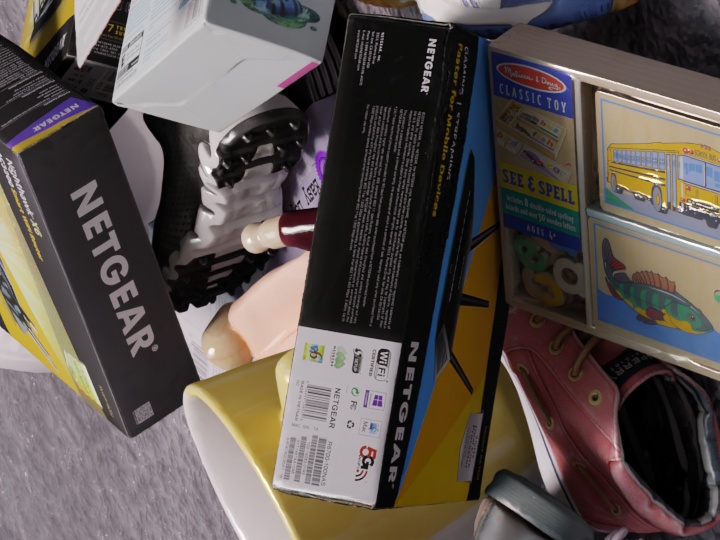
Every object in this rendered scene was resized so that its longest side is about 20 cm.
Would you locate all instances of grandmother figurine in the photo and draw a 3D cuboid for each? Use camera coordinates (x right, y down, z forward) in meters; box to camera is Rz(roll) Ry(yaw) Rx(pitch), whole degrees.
[{"bbox_3d":[0.000,0.000,1.333,0.200,0.121,0.061,-44,44,50],"label":"grandmother figurine"}]

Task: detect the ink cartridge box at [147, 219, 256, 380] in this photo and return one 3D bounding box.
[{"bbox_3d":[-0.052,0.061,1.532,0.200,0.042,0.119,41,145,30],"label":"ink cartridge box"}]

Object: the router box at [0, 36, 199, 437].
[{"bbox_3d":[-0.171,-0.027,1.393,0.157,0.052,0.200,34,150,46],"label":"router box"}]

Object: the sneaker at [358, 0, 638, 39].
[{"bbox_3d":[0.048,-0.157,1.146,0.200,0.075,0.088,21,122,53],"label":"sneaker"}]

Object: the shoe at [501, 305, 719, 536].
[{"bbox_3d":[0.105,0.032,1.194,0.091,0.071,0.200,-2,114,62],"label":"shoe"}]

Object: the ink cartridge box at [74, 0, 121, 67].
[{"bbox_3d":[-0.075,-0.206,1.147,0.160,0.047,0.200,-50,33,48],"label":"ink cartridge box"}]

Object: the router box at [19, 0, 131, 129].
[{"bbox_3d":[-0.146,-0.160,1.441,0.200,0.052,0.157,147,134,-69],"label":"router box"}]

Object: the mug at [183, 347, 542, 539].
[{"bbox_3d":[0.016,0.090,1.286,0.149,0.153,0.187,64,166,-2],"label":"mug"}]

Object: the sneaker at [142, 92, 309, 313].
[{"bbox_3d":[-0.081,-0.056,1.381,0.091,0.066,0.200,63,153,24],"label":"sneaker"}]

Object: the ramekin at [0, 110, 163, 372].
[{"bbox_3d":[-0.202,-0.046,1.596,0.202,0.202,0.094,60,143,17],"label":"ramekin"}]

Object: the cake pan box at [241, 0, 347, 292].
[{"bbox_3d":[-0.052,-0.094,1.420,0.184,0.052,0.200,61,153,9],"label":"cake pan box"}]

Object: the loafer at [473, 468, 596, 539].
[{"bbox_3d":[0.081,0.145,1.234,0.072,0.063,0.200,32,172,20],"label":"loafer"}]

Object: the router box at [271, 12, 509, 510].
[{"bbox_3d":[0.025,-0.001,1.110,0.051,0.149,0.200,9,90,19],"label":"router box"}]

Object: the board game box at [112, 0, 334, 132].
[{"bbox_3d":[-0.052,-0.181,1.216,0.148,0.064,0.200,157,125,-65],"label":"board game box"}]

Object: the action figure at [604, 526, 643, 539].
[{"bbox_3d":[0.129,0.215,1.185,0.134,0.149,0.200,38,176,13],"label":"action figure"}]

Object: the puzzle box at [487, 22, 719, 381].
[{"bbox_3d":[0.142,-0.017,1.056,0.200,0.025,0.133,20,130,34],"label":"puzzle box"}]
